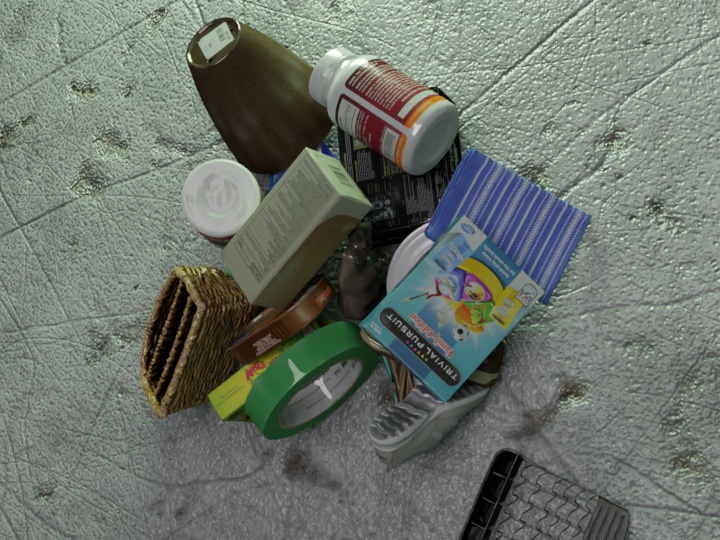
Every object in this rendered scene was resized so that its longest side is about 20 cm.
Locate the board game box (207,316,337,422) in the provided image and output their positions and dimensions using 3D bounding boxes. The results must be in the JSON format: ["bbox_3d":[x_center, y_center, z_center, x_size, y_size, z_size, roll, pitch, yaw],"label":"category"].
[{"bbox_3d":[-0.117,0.147,1.702,0.200,0.102,0.048,-38,70,13],"label":"board game box"}]

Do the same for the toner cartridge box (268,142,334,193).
[{"bbox_3d":[-0.086,-0.117,1.696,0.095,0.043,0.200,-29,28,13],"label":"toner cartridge box"}]

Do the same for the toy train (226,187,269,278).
[{"bbox_3d":[-0.170,-0.041,1.792,0.056,0.042,0.200,6,83,14],"label":"toy train"}]

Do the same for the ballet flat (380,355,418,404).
[{"bbox_3d":[0.071,0.157,1.647,0.072,0.068,0.200,-14,75,0],"label":"ballet flat"}]

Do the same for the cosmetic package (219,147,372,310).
[{"bbox_3d":[-0.088,-0.053,1.550,0.200,0.071,0.105,-48,55,20],"label":"cosmetic package"}]

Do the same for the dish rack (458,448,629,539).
[{"bbox_3d":[0.249,0.343,1.540,0.200,0.055,0.154,23,92,24],"label":"dish rack"}]

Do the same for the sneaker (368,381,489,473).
[{"bbox_3d":[0.093,0.204,1.588,0.075,0.200,0.082,35,141,43],"label":"sneaker"}]

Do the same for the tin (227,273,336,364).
[{"bbox_3d":[-0.112,0.070,1.649,0.042,0.112,0.200,47,132,-12],"label":"tin"}]

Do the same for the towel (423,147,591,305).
[{"bbox_3d":[0.202,-0.062,1.583,0.200,0.024,0.145,29,82,-4],"label":"towel"}]

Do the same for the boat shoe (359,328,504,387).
[{"bbox_3d":[0.102,0.093,1.590,0.202,0.075,0.075,17,107,-10],"label":"boat shoe"}]

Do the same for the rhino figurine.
[{"bbox_3d":[0.000,0.000,1.615,0.060,0.200,0.087,31,63,22],"label":"rhino figurine"}]

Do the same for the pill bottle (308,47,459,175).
[{"bbox_3d":[0.029,-0.226,1.603,0.200,0.113,0.113,37,96,24],"label":"pill bottle"}]

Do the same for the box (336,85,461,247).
[{"bbox_3d":[0.060,-0.147,1.685,0.164,0.086,0.200,-11,77,21],"label":"box"}]

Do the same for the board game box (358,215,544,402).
[{"bbox_3d":[0.121,0.051,1.536,0.151,0.047,0.200,43,83,-4],"label":"board game box"}]

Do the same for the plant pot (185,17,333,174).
[{"bbox_3d":[-0.162,-0.275,1.710,0.187,0.200,0.187,-16,53,23],"label":"plant pot"}]

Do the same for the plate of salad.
[{"bbox_3d":[0.137,0.020,1.626,0.200,0.048,0.200,1,105,4],"label":"plate of salad"}]

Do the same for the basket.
[{"bbox_3d":[-0.270,0.095,1.728,0.143,0.149,0.200,32,111,24],"label":"basket"}]

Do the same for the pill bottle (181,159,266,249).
[{"bbox_3d":[-0.189,-0.088,1.679,0.111,0.200,0.111,0,83,2],"label":"pill bottle"}]

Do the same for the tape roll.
[{"bbox_3d":[-0.068,0.156,1.626,0.200,0.200,0.048,-45,67,10],"label":"tape roll"}]
